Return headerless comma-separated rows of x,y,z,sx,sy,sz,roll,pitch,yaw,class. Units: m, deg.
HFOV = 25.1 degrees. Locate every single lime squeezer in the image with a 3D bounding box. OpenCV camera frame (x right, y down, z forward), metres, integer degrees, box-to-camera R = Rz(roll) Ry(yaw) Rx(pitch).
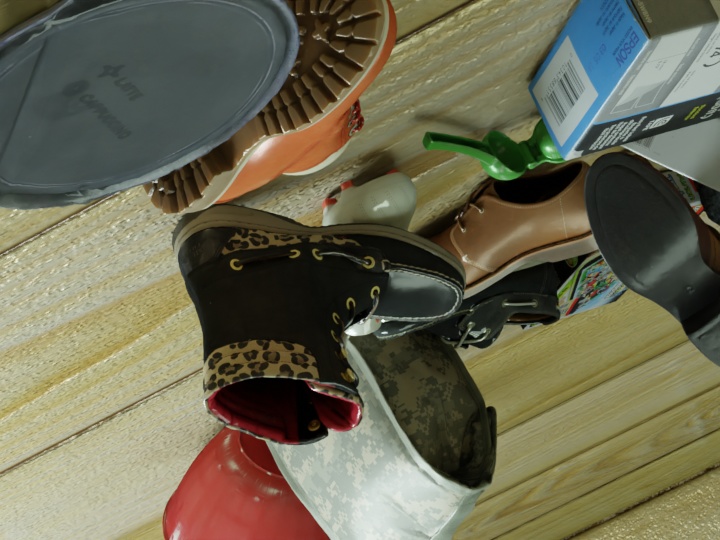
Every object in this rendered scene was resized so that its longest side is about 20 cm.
0.122,-0.097,1.098,0.199,0.038,0.071,-16,140,-22,lime squeezer

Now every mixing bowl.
-0.071,0.195,1.435,0.200,0.200,0.109,-11,128,-34,mixing bowl

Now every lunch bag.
0.024,0.143,1.318,0.117,0.200,0.164,-8,146,-38,lunch bag

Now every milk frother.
-0.063,-0.139,0.524,0.199,0.189,0.181,-27,161,6,milk frother

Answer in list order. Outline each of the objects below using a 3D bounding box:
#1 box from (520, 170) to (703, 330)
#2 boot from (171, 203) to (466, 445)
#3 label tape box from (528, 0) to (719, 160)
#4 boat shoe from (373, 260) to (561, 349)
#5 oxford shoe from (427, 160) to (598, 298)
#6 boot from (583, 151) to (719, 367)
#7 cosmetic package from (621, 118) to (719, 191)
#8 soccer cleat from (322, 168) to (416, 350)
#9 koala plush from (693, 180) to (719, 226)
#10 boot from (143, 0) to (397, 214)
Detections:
0.216,-0.018,1.408,0.110,0.035,0.200,-16,159,-26,box
-0.018,0.037,1.014,0.199,0.151,0.073,13,130,-21,boot
0.225,-0.152,1.027,0.199,0.063,0.144,-16,160,-22,label tape box
0.089,0.032,1.295,0.200,0.068,0.072,-14,-176,-42,boat shoe
0.091,-0.032,1.206,0.199,0.071,0.071,-23,125,17,oxford shoe
0.220,-0.044,1.163,0.068,0.188,0.200,-43,-162,21,boot
0.289,-0.066,1.139,0.082,0.200,0.051,13,104,-60,cosmetic package
0.000,0.000,1.130,0.069,0.078,0.200,-15,158,-26,soccer cleat
0.374,-0.092,1.215,0.183,0.178,0.200,8,148,-38,koala plush
-0.029,-0.099,0.860,0.107,0.075,0.200,-12,166,-41,boot
